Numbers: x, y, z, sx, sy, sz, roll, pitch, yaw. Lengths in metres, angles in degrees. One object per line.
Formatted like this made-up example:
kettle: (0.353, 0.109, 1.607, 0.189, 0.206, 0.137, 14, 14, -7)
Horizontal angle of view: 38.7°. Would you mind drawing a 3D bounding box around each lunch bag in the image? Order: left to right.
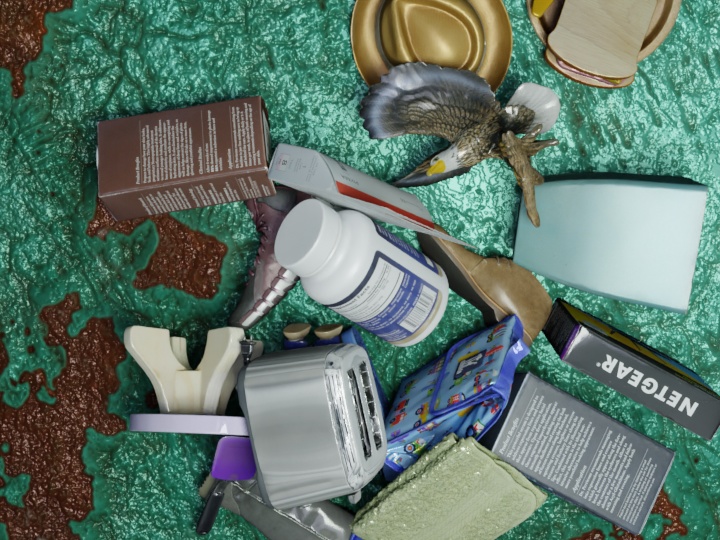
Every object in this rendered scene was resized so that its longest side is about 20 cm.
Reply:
lunch bag: (0.123, 0.146, 1.181, 0.094, 0.151, 0.200, 43, 121, -7)

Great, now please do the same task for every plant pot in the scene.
plant pot: (0.279, -0.044, 1.188, 0.197, 0.141, 0.144, 8, 100, 7)

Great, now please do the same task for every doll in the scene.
doll: (-0.044, 0.166, 1.213, 0.134, 0.048, 0.203, -1, 102, 15)

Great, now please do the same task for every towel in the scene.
towel: (0.096, 0.270, 1.152, 0.148, 0.037, 0.200, 36, 119, -21)

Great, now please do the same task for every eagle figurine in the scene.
eagle figurine: (0.110, -0.145, 1.139, 0.149, 0.199, 0.154, 0, 106, -42)

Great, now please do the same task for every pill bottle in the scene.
pill bottle: (0.000, 0.000, 1.171, 0.199, 0.111, 0.112, 32, 100, -36)

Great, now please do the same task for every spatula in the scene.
spatula: (-0.167, 0.265, 1.237, 0.056, 0.021, 0.201, 7, 136, -21)

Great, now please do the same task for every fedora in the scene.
fedora: (0.082, -0.269, 1.177, 0.197, 0.082, 0.204, 0, 99, 1)

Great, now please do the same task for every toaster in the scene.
toaster: (-0.051, 0.159, 1.126, 0.127, 0.113, 0.203, -11, 93, 21)

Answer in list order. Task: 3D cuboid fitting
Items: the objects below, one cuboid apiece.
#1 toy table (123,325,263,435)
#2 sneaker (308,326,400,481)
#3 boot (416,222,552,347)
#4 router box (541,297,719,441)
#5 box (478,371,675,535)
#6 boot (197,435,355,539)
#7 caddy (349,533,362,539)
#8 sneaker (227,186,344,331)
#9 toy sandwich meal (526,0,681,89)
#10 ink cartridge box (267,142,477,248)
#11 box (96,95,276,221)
toy table: (-0.192, 0.132, 1.200, 0.198, 0.183, 0.119, -7, 77, 38)
sneaker: (-0.007, 0.172, 1.267, 0.077, 0.070, 0.203, -20, 94, 10)
boot: (0.150, 0.004, 1.241, 0.200, 0.074, 0.076, 44, 79, -11)
router box: (0.318, 0.112, 1.207, 0.198, 0.149, 0.052, 28, 100, -4)
box: (0.241, 0.210, 1.215, 0.198, 0.148, 0.108, 28, 83, -3)
boot: (-0.084, 0.272, 1.281, 0.199, 0.073, 0.183, 34, 113, 2)
caddy: (0.056, 0.387, 1.284, 0.139, 0.105, 0.203, -5, 100, -22)
sneaker: (-0.116, -0.027, 1.235, 0.115, 0.076, 0.200, 43, 88, 0)
toy sandwich meal: (0.279, -0.316, 1.172, 0.202, 0.070, 0.209, 0, 100, 1)
ink cartridge box: (0.017, -0.084, 1.124, 0.161, 0.199, 0.058, 19, 85, -42)
box: (-0.201, -0.129, 1.193, 0.197, 0.075, 0.102, -8, 66, 2)
